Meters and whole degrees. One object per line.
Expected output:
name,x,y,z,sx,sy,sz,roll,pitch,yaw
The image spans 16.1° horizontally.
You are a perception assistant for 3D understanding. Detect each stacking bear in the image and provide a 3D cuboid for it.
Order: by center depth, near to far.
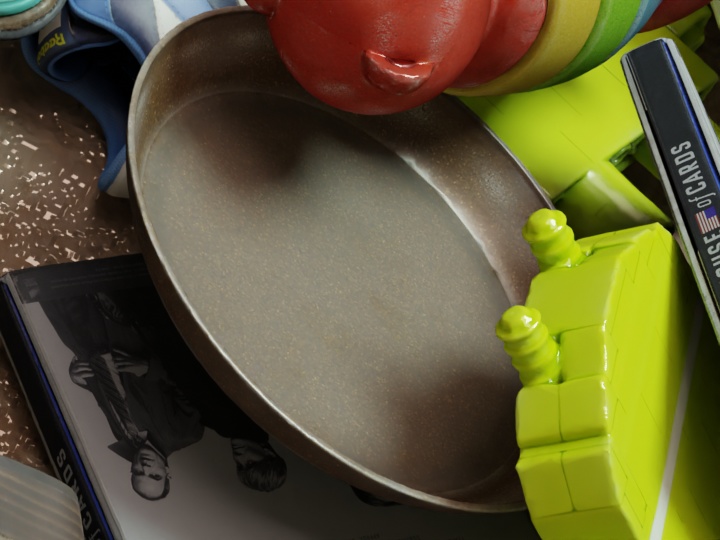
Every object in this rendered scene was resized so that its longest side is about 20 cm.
stacking bear,0.042,-0.111,0.882,0.121,0.114,0.200,39,37,17

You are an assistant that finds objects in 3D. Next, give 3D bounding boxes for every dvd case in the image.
dvd case,-0.020,0.076,0.843,0.150,0.025,0.200,-8,58,-32
dvd case,0.142,0.031,0.875,0.025,0.151,0.200,-23,36,10

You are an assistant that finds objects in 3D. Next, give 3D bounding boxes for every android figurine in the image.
android figurine,0.095,0.070,0.827,0.200,0.041,0.182,58,33,-33
android figurine,0.060,-0.088,1.008,0.200,0.041,0.182,47,48,12

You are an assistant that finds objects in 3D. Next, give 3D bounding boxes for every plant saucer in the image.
plant saucer,0.000,0.000,0.849,0.200,0.032,0.201,26,40,-24

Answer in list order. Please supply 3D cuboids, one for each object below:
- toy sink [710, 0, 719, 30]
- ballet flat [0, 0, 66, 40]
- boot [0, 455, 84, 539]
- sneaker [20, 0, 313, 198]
toy sink,0.232,-0.155,1.052,0.200,0.112,0.131,5,63,-47
ballet flat,-0.163,-0.137,0.921,0.073,0.073,0.200,-16,55,-35
boot,-0.155,0.109,0.715,0.199,0.070,0.147,20,55,-22
sneaker,-0.088,-0.116,0.922,0.082,0.074,0.201,-19,79,-25
